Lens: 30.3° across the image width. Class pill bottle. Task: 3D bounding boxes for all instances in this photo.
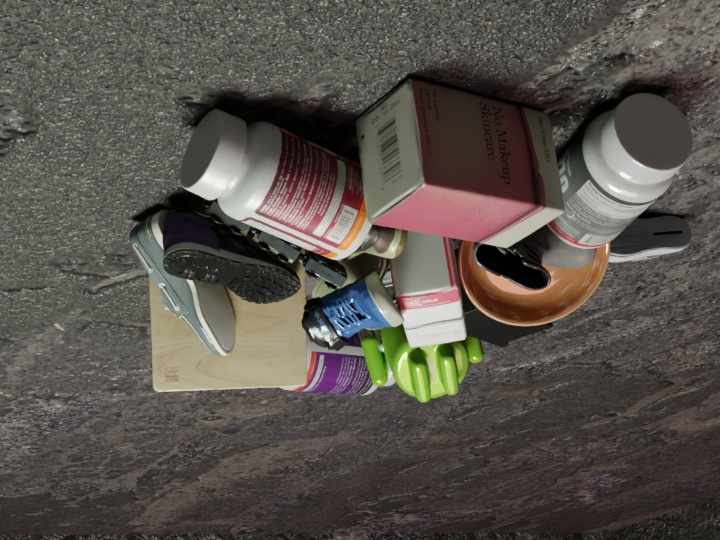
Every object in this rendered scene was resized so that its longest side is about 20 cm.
[{"bbox_3d":[-0.087,-0.094,1.442,0.199,0.110,0.109,23,147,-28],"label":"pill bottle"},{"bbox_3d":[-0.037,0.135,2.075,0.199,0.113,0.112,8,155,-32],"label":"pill bottle"},{"bbox_3d":[0.290,-0.114,1.525,0.113,0.115,0.200,0,158,-16],"label":"pill bottle"}]

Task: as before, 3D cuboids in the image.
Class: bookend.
[{"bbox_3d":[0.230,0.023,1.892,0.199,0.093,0.198,-21,156,30],"label":"bookend"}]

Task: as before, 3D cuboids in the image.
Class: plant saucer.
[{"bbox_3d":[0.219,-0.025,1.706,0.198,0.038,0.202,-3,115,-6],"label":"plant saucer"}]

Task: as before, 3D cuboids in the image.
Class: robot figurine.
[{"bbox_3d":[0.092,0.108,1.960,0.174,0.200,0.117,-15,120,-3],"label":"robot figurine"}]

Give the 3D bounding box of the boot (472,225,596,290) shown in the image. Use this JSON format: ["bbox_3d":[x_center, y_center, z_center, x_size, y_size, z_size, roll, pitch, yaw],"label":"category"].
[{"bbox_3d":[0.210,-0.017,1.609,0.198,0.132,0.070,15,120,-19],"label":"boot"}]

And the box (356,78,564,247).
[{"bbox_3d":[0.109,-0.114,1.454,0.199,0.129,0.109,8,155,-34],"label":"box"}]

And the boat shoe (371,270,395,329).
[{"bbox_3d":[0.016,0.050,1.928,0.199,0.072,0.072,-21,155,32],"label":"boat shoe"}]

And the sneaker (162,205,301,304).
[{"bbox_3d":[-0.154,-0.026,1.638,0.199,0.088,0.076,22,137,-39],"label":"sneaker"}]

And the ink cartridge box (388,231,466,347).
[{"bbox_3d":[0.083,-0.003,1.705,0.084,0.147,0.200,-10,158,6],"label":"ink cartridge box"}]

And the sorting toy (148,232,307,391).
[{"bbox_3d":[-0.172,0.048,1.731,0.198,0.201,0.070,-2,-172,-6],"label":"sorting toy"}]

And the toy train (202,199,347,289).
[{"bbox_3d":[-0.103,-0.038,1.617,0.199,0.046,0.034,30,107,-12],"label":"toy train"}]

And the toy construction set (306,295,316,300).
[{"bbox_3d":[-0.154,0.033,1.827,0.198,0.093,0.131,7,158,-4],"label":"toy construction set"}]

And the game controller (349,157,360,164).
[{"bbox_3d":[-0.031,-0.099,1.574,0.198,0.043,0.104,-9,159,9],"label":"game controller"}]

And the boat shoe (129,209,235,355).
[{"bbox_3d":[-0.220,0.021,1.660,0.061,0.201,0.073,-19,-162,26],"label":"boat shoe"}]

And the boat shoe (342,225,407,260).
[{"bbox_3d":[-0.017,-0.052,1.617,0.064,0.074,0.199,16,171,-31],"label":"boat shoe"}]

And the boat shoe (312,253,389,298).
[{"bbox_3d":[0.001,0.002,1.815,0.066,0.075,0.200,-27,163,-34],"label":"boat shoe"}]

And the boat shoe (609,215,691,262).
[{"bbox_3d":[0.356,-0.037,1.801,0.198,0.073,0.062,2,155,-27],"label":"boat shoe"}]

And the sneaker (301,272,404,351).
[{"bbox_3d":[-0.015,0.057,1.655,0.111,0.077,0.200,-31,-173,-5],"label":"sneaker"}]
